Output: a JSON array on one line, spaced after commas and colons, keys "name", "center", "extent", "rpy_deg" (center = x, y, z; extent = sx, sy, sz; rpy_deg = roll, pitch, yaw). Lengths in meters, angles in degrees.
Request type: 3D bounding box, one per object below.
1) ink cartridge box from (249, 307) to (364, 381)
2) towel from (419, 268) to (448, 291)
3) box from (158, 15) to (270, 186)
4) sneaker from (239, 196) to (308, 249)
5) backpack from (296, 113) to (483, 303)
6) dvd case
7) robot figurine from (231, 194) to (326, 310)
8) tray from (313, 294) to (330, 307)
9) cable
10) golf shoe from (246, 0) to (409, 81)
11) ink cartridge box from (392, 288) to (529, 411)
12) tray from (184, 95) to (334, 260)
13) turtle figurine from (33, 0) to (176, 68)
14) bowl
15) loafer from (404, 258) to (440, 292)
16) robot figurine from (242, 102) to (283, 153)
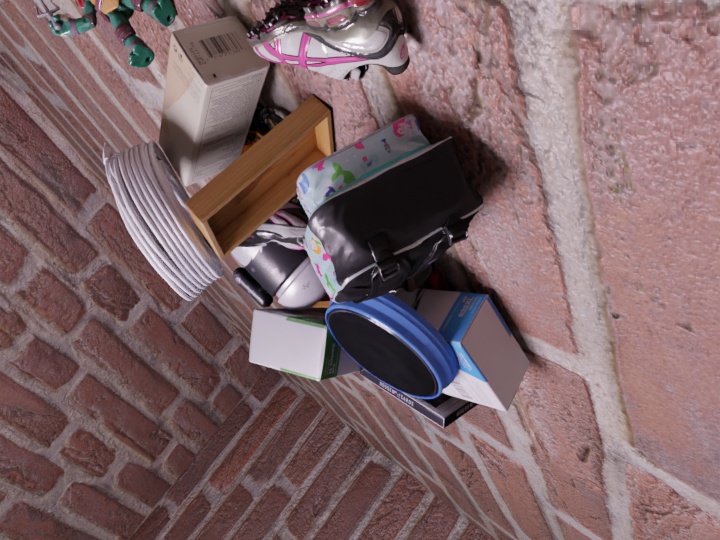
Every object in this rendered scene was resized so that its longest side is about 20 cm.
[{"name": "ink cartridge box", "center": [-0.063, 0.112, 0.946], "extent": [0.143, 0.086, 0.198], "rpy_deg": [8, -178, 31]}, {"name": "towel", "center": [0.066, 0.016, 0.908], "extent": [0.197, 0.023, 0.146], "rpy_deg": [27, 156, 41]}, {"name": "box", "center": [-0.189, -0.204, 0.732], "extent": [0.079, 0.094, 0.200], "rpy_deg": [53, 145, 8]}, {"name": "sneaker", "center": [-0.109, -0.081, 0.810], "extent": [0.192, 0.090, 0.080], "rpy_deg": [3, 171, -8]}, {"name": "backpack", "center": [0.020, -0.050, 0.614], "extent": [0.154, 0.174, 0.201], "rpy_deg": [60, 171, 13]}, {"name": "dvd case", "center": [0.115, 0.180, 0.989], "extent": [0.197, 0.148, 0.026], "rpy_deg": [24, 124, 43]}, {"name": "robot figurine", "center": [-0.124, -0.034, 0.906], "extent": [0.200, 0.125, 0.150], "rpy_deg": [45, 142, 0]}, {"name": "tray", "center": [-0.064, 0.052, 1.098], "extent": [0.095, 0.038, 0.200], "rpy_deg": [-2, 170, -3]}, {"name": "cable", "center": [-0.248, -0.065, 0.756], "extent": [0.201, 0.068, 0.203], "rpy_deg": [54, 171, 49]}, {"name": "golf shoe", "center": [-0.037, -0.207, 0.536], "extent": [0.197, 0.073, 0.093], "rpy_deg": [19, 153, 51]}, {"name": "ink cartridge box", "center": [0.117, 0.104, 0.830], "extent": [0.197, 0.085, 0.146], "rpy_deg": [4, 141, 51]}, {"name": "tray", "center": [-0.114, -0.111, 0.705], "extent": [0.037, 0.199, 0.099], "rpy_deg": [42, 163, 17]}, {"name": "turtle figurine", "center": [-0.347, -0.374, 0.788], "extent": [0.198, 0.101, 0.152], "rpy_deg": [38, 121, 8]}, {"name": "bowl", "center": [0.035, 0.099, 0.781], "extent": [0.197, 0.040, 0.203], "rpy_deg": [31, 154, 17]}, {"name": "loafer", "center": [0.018, -0.057, 0.772], "extent": [0.199, 0.063, 0.072], "rpy_deg": [43, 162, 1]}, {"name": "robot figurine", "center": [-0.142, -0.177, 0.848], "extent": [0.197, 0.059, 0.146], "rpy_deg": [28, 159, 40]}]
